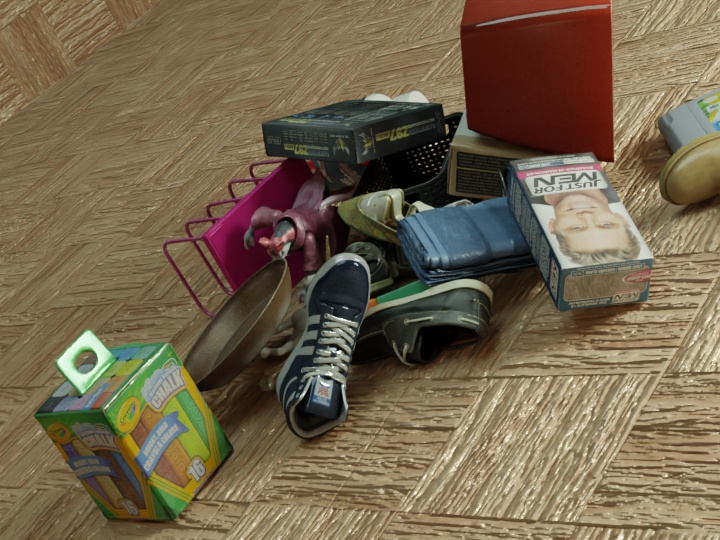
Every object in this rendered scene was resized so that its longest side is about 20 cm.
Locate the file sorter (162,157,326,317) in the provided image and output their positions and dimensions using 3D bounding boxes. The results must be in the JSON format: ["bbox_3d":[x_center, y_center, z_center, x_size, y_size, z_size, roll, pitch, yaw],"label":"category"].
[{"bbox_3d":[-0.149,-0.045,1.857,0.125,0.139,0.200,-3,35,47],"label":"file sorter"}]

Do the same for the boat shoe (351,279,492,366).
[{"bbox_3d":[0.055,0.071,1.493,0.200,0.072,0.068,-21,52,32],"label":"boat shoe"}]

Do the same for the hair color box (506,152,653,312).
[{"bbox_3d":[0.229,-0.045,1.443,0.100,0.061,0.200,-7,39,-8],"label":"hair color box"}]

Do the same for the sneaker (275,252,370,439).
[{"bbox_3d":[-0.033,0.087,1.459,0.109,0.070,0.200,-109,38,-63],"label":"sneaker"}]

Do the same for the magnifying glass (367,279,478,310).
[{"bbox_3d":[0.038,0.035,1.540,0.199,0.022,0.080,-17,-18,-11],"label":"magnifying glass"}]

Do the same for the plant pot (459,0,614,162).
[{"bbox_3d":[0.214,-0.259,1.624,0.176,0.200,0.200,0,34,11],"label":"plant pot"}]

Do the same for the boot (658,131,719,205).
[{"bbox_3d":[0.428,-0.098,1.425,0.175,0.066,0.200,-30,25,-2],"label":"boot"}]

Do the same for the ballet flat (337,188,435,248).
[{"bbox_3d":[0.053,-0.061,1.635,0.200,0.071,0.071,31,59,34],"label":"ballet flat"}]

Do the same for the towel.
[{"bbox_3d":[0.148,-0.037,1.525,0.199,0.049,0.112,-11,38,-12],"label":"towel"}]

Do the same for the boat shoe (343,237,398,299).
[{"bbox_3d":[0.001,-0.001,1.627,0.072,0.066,0.201,-26,4,11],"label":"boat shoe"}]

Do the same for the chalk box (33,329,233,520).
[{"bbox_3d":[-0.256,0.159,1.486,0.124,0.200,0.124,-7,32,40],"label":"chalk box"}]

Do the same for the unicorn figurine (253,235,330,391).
[{"bbox_3d":[-0.069,0.071,1.637,0.137,0.074,0.200,-25,40,6],"label":"unicorn figurine"}]

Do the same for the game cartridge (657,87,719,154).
[{"bbox_3d":[0.459,-0.188,1.608,0.200,0.041,0.133,-24,28,10],"label":"game cartridge"}]

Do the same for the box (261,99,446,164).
[{"bbox_3d":[-0.011,-0.185,1.791,0.157,0.051,0.200,-19,18,-37],"label":"box"}]

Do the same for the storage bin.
[{"bbox_3d":[0.082,-0.112,1.794,0.135,0.094,0.200,-17,25,25],"label":"storage bin"}]

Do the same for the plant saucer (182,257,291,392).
[{"bbox_3d":[-0.142,0.073,1.612,0.200,0.037,0.200,-44,15,15],"label":"plant saucer"}]

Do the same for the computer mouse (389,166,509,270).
[{"bbox_3d":[0.119,-0.051,1.655,0.200,0.110,0.044,-15,-10,41],"label":"computer mouse"}]

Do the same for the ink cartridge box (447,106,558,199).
[{"bbox_3d":[0.207,-0.164,1.711,0.164,0.075,0.200,8,35,11],"label":"ink cartridge box"}]

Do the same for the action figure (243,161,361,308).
[{"bbox_3d":[-0.064,-0.051,1.735,0.149,0.134,0.200,-53,-9,18],"label":"action figure"}]

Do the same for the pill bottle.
[{"bbox_3d":[0.006,-0.193,2.005,0.200,0.120,0.120,-16,27,28],"label":"pill bottle"}]
